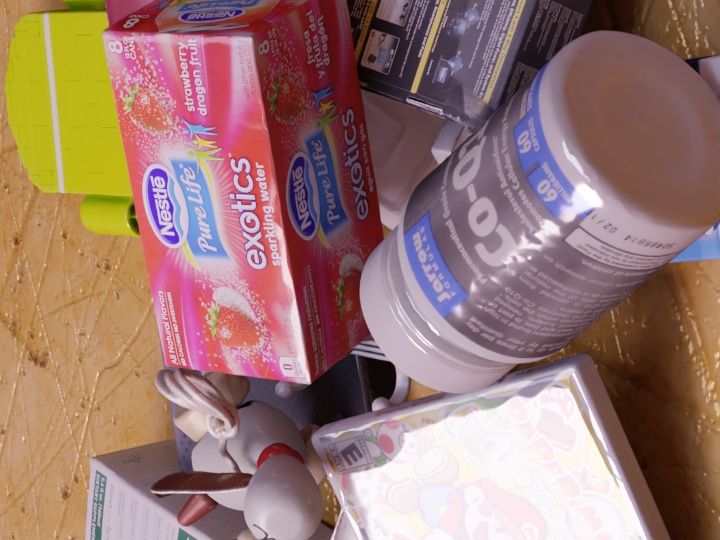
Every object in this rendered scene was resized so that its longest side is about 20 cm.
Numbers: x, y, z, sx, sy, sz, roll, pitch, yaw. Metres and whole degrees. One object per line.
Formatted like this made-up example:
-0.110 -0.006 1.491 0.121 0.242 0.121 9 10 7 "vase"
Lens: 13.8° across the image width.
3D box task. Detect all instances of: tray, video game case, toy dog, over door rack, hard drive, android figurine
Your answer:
-0.024 -0.105 1.684 0.200 0.022 0.107 36 122 7 "tray"
0.085 0.157 1.621 0.182 0.023 0.200 -17 102 35 "video game case"
-0.072 0.126 1.695 0.132 0.200 0.096 39 96 8 "toy dog"
0.000 0.000 1.671 0.148 0.067 0.200 9 126 28 "over door rack"
-0.051 0.062 1.842 0.200 0.042 0.135 -6 94 51 "hard drive"
-0.173 -0.112 1.960 0.200 0.041 0.182 2 100 51 "android figurine"

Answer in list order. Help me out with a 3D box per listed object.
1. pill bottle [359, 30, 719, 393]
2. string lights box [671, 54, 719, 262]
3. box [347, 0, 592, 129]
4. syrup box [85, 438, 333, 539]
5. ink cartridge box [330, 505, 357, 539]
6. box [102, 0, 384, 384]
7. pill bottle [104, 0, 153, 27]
0.089 -0.023 1.488 0.200 0.114 0.114 -43 64 46 "pill bottle"
0.154 -0.056 1.539 0.200 0.059 0.103 -5 93 52 "string lights box"
0.060 -0.181 1.581 0.161 0.049 0.200 22 93 46 "box"
-0.089 0.183 1.889 0.200 0.081 0.079 29 121 47 "syrup box"
0.081 0.177 1.679 0.200 0.050 0.109 28 123 16 "ink cartridge box"
-0.058 -0.049 1.588 0.100 0.095 0.200 5 116 32 "box"
-0.089 -0.101 1.795 0.114 0.114 0.200 -6 94 52 "pill bottle"
